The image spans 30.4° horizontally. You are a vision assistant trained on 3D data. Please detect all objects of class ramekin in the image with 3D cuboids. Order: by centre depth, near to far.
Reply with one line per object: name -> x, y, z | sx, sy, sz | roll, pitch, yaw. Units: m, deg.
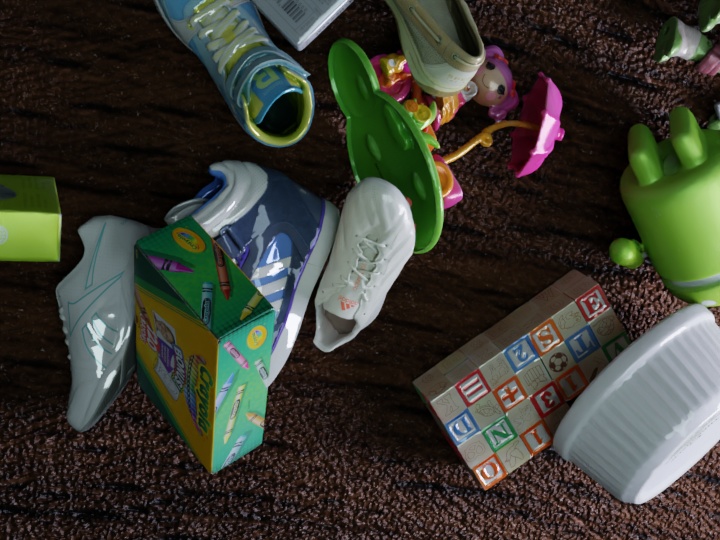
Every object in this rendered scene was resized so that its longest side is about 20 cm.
ramekin -> 0.286, 0.134, 1.257 | 0.202, 0.094, 0.203 | -35, 155, -19

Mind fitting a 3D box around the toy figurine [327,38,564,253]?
toy figurine -> 0.091, -0.140, 1.190 | 0.183, 0.150, 0.201 | -23, 86, -23

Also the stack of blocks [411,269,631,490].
stack of blocks -> 0.166, 0.105, 1.293 | 0.200, 0.059, 0.115 | -35, 111, -5

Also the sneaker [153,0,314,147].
sneaker -> -0.101, -0.188, 1.098 | 0.079, 0.131, 0.200 | -38, 111, -2

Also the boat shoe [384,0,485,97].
boat shoe -> 0.049, -0.247, 1.118 | 0.073, 0.063, 0.202 | -11, 74, -28

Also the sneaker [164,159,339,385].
sneaker -> -0.118, 0.002, 1.168 | 0.146, 0.081, 0.201 | 23, 95, -23

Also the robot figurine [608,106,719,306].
robot figurine -> 0.322, -0.052, 1.265 | 0.175, 0.116, 0.201 | -22, 114, 19

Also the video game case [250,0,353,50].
video game case -> -0.053, -0.314, 1.092 | 0.182, 0.022, 0.200 | -44, 85, -1

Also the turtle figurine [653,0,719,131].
turtle figurine -> 0.376, -0.166, 1.237 | 0.193, 0.144, 0.201 | 26, 93, -17

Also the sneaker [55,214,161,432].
sneaker -> -0.230, 0.044, 1.165 | 0.080, 0.070, 0.201 | 20, 104, 4

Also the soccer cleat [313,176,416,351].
soccer cleat -> 0.000, 0.000, 1.157 | 0.069, 0.200, 0.078 | 29, 54, 11

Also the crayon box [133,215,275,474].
crayon box -> -0.133, 0.066, 1.110 | 0.058, 0.119, 0.201 | -29, 150, -28

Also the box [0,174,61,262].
box -> -0.346, -0.046, 1.069 | 0.199, 0.122, 0.048 | 2, 108, -17
